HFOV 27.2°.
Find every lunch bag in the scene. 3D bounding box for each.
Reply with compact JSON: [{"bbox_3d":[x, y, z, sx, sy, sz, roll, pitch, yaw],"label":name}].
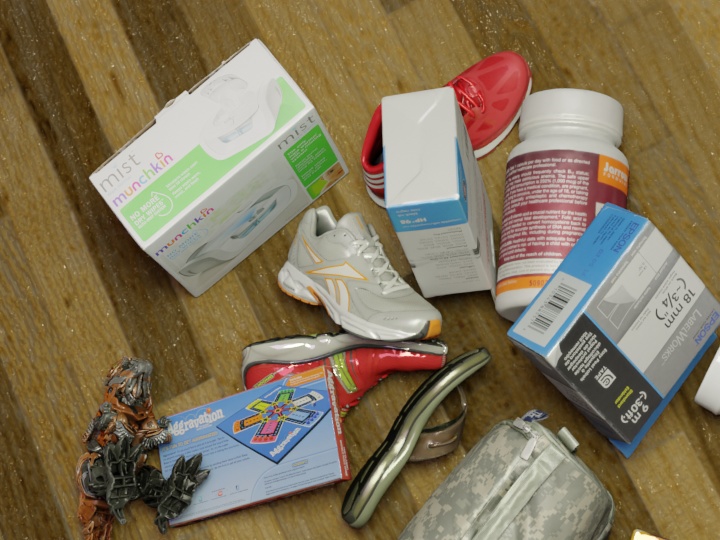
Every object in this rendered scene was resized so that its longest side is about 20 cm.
[{"bbox_3d":[0.120,0.227,1.269,0.139,0.168,0.200,38,84,16],"label":"lunch bag"}]

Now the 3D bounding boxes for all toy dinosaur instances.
[{"bbox_3d":[-0.217,0.185,1.375,0.135,0.101,0.203,6,101,53],"label":"toy dinosaur"}]

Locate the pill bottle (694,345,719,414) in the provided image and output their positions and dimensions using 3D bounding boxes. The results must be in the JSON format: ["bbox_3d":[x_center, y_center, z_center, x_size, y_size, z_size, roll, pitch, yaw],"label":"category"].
[{"bbox_3d":[0.395,0.123,1.279,0.199,0.112,0.113,28,81,16],"label":"pill bottle"}]

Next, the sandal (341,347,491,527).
[{"bbox_3d":[0.057,0.154,1.355,0.057,0.080,0.202,35,89,-2],"label":"sandal"}]

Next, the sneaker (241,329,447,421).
[{"bbox_3d":[-0.012,0.098,1.386,0.198,0.077,0.086,-6,91,14],"label":"sneaker"}]

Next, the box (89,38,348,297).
[{"bbox_3d":[-0.128,-0.093,1.390,0.199,0.177,0.097,-39,73,-3],"label":"box"}]

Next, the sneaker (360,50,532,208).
[{"bbox_3d":[0.082,-0.144,1.399,0.078,0.116,0.200,43,86,17],"label":"sneaker"}]

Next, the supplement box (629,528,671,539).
[{"bbox_3d":[0.255,0.334,1.261,0.109,0.086,0.202,16,79,13],"label":"supplement box"}]

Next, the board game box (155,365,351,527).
[{"bbox_3d":[-0.102,0.163,1.362,0.198,0.019,0.104,-19,73,29],"label":"board game box"}]

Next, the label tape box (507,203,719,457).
[{"bbox_3d":[0.237,0.063,1.272,0.145,0.200,0.063,-51,33,-7],"label":"label tape box"}]

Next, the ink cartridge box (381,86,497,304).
[{"bbox_3d":[0.073,-0.055,1.327,0.066,0.200,0.117,-8,59,11],"label":"ink cartridge box"}]

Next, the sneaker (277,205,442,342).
[{"bbox_3d":[0.000,0.000,1.351,0.199,0.075,0.093,26,110,41],"label":"sneaker"}]

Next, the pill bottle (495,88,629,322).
[{"bbox_3d":[0.186,-0.055,1.359,0.113,0.114,0.202,4,77,10],"label":"pill bottle"}]
